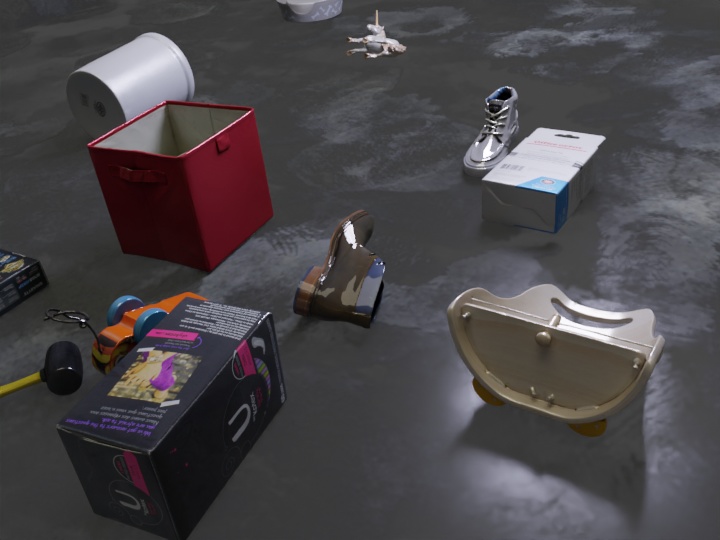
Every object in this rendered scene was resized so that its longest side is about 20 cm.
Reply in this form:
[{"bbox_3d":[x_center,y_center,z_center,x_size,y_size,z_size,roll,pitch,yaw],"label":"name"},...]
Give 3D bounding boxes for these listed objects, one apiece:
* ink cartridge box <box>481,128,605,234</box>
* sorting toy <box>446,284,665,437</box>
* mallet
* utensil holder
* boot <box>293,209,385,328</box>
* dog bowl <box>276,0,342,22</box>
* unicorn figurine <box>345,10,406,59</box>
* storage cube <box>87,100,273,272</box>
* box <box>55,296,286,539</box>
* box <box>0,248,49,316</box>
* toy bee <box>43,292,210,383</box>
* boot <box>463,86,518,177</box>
[{"bbox_3d":[0.274,-0.138,1.078,0.116,0.068,0.200,16,40,31],"label":"ink cartridge box"},{"bbox_3d":[0.219,0.067,0.758,0.200,0.107,0.180,15,32,31],"label":"sorting toy"},{"bbox_3d":[-0.408,0.144,0.816,0.200,0.041,0.066,-26,34,-19],"label":"mallet"},{"bbox_3d":[-0.467,-0.368,1.489,0.170,0.170,0.200,12,40,27],"label":"utensil holder"},{"bbox_3d":[0.000,0.000,0.934,0.097,0.075,0.200,18,47,15],"label":"boot"},{"bbox_3d":[-0.145,-0.785,2.158,0.200,0.059,0.200,-5,34,4],"label":"dog bowl"},{"bbox_3d":[0.036,-0.550,1.765,0.137,0.074,0.200,-18,47,-32],"label":"unicorn figurine"},{"bbox_3d":[-0.252,-0.129,1.066,0.171,0.180,0.200,11,36,25],"label":"storage cube"},{"bbox_3d":[-0.168,0.133,0.700,0.106,0.122,0.200,9,37,23],"label":"box"},{"bbox_3d":[-0.560,0.037,0.995,0.159,0.046,0.200,13,38,28],"label":"box"},{"bbox_3d":[-0.265,0.085,0.835,0.200,0.109,0.131,2,16,-34],"label":"toy bee"},{"bbox_3d":[0.217,-0.236,1.213,0.073,0.096,0.200,6,35,20],"label":"boot"}]
